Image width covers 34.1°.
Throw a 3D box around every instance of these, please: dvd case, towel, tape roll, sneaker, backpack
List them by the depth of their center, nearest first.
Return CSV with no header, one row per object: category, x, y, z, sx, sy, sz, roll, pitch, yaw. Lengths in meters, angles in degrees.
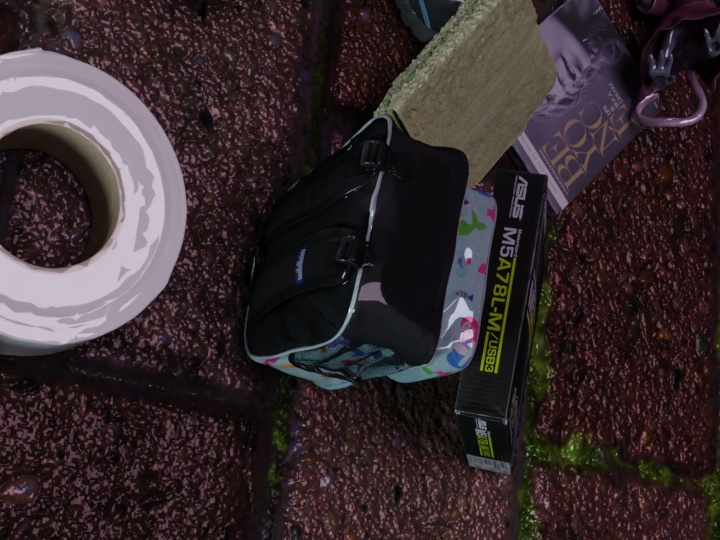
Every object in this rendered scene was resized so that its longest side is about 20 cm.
tape roll,-0.224,-0.046,0.814,0.200,0.071,0.206,7,77,-30
backpack,0.000,0.000,0.869,0.149,0.199,0.180,25,63,-29
towel,0.092,-0.150,1.007,0.201,0.036,0.149,-50,139,-17
sneaker,0.036,-0.293,1.020,0.200,0.082,0.073,45,62,-15
dvd case,0.203,-0.168,1.137,0.200,0.016,0.150,-42,103,-31

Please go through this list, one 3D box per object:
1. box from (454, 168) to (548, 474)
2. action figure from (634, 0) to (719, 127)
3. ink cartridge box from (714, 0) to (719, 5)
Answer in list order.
box,0.117,0.048,0.945,0.047,0.200,0.196,10,71,12
action figure,0.345,-0.245,1.186,0.201,0.132,0.151,-67,159,-60
ink cartridge box,0.456,-0.353,1.316,0.197,0.057,0.165,-3,81,-28
